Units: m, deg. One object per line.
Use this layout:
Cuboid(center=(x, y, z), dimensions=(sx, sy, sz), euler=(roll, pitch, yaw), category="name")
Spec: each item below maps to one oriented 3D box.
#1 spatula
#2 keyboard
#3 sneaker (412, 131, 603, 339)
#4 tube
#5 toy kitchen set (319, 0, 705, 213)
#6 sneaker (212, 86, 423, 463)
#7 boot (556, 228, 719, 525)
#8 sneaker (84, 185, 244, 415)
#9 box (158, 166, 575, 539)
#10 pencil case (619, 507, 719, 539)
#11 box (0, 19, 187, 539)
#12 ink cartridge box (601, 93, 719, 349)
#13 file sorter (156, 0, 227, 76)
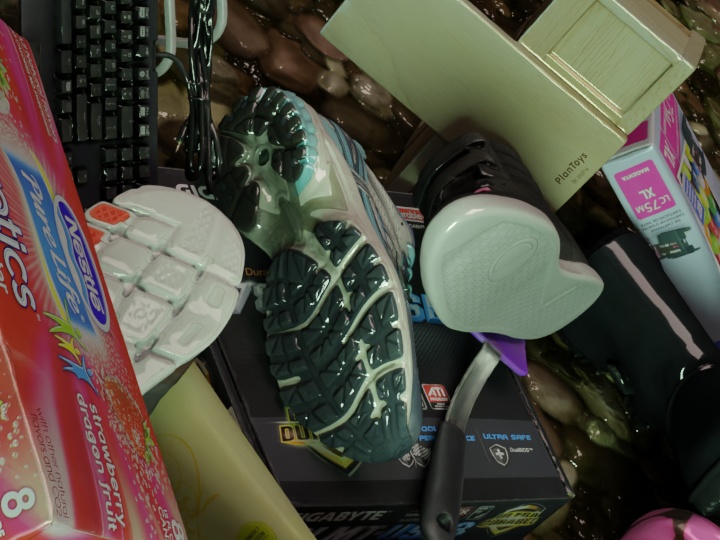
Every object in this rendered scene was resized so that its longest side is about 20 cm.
Cuboid(center=(0.052, 0.066, 0.838), dimensions=(0.057, 0.021, 0.200), euler=(42, 36, -17), category="spatula")
Cuboid(center=(-0.097, -0.093, 0.740), dimensions=(0.127, 0.021, 0.200), euler=(-13, 107, -54), category="keyboard")
Cuboid(center=(0.054, -0.026, 0.855), dimensions=(0.099, 0.071, 0.200), euler=(54, 12, 21), category="sneaker")
Cuboid(center=(-0.075, 0.082, 0.744), dimensions=(0.052, 0.058, 0.200), euler=(-32, 69, -10), category="tube")
Cuboid(center=(0.080, -0.137, 0.994), dimensions=(0.163, 0.200, 0.180), euler=(39, 36, -6), category="toy kitchen set")
Cuboid(center=(0.000, 0.000, 0.812), dimensions=(0.086, 0.078, 0.200), euler=(16, 45, -46), category="sneaker")
Cuboid(center=(0.170, 0.053, 0.942), dimensions=(0.168, 0.076, 0.200), euler=(55, 1, 16), category="boot")
Cuboid(center=(-0.118, 0.050, 0.700), dimensions=(0.077, 0.082, 0.200), euler=(33, 57, -3), category="sneaker")
Cuboid(center=(-0.010, 0.043, 0.862), dimensions=(0.200, 0.050, 0.199), euler=(6, 51, -41), category="box")
Cuboid(center=(0.133, 0.193, 0.812), dimensions=(0.094, 0.091, 0.200), euler=(19, 31, 21), category="pencil case")
Cuboid(center=(-0.137, 0.009, 0.521), dimensions=(0.100, 0.095, 0.200), euler=(43, 24, -67), category="box")
Cuboid(center=(0.210, -0.023, 1.071), dimensions=(0.200, 0.042, 0.119), euler=(59, 24, -25), category="ink cartridge box")
Cuboid(center=(-0.166, -0.139, 0.802), dimensions=(0.139, 0.125, 0.200), euler=(10, 28, 24), category="file sorter")
